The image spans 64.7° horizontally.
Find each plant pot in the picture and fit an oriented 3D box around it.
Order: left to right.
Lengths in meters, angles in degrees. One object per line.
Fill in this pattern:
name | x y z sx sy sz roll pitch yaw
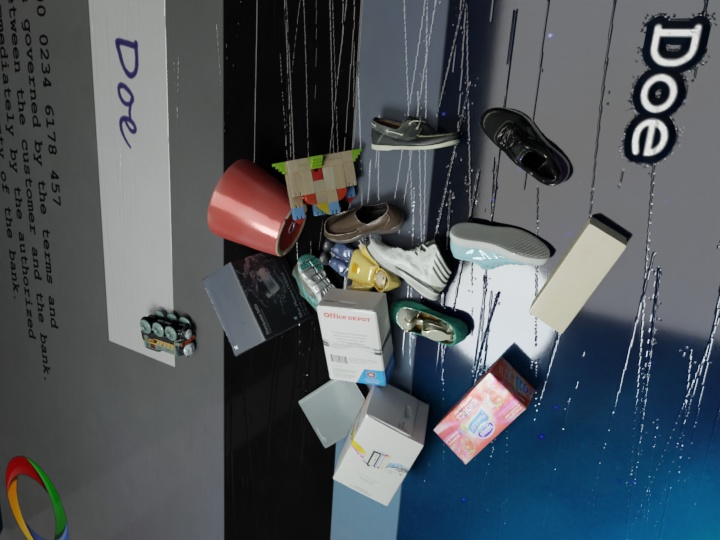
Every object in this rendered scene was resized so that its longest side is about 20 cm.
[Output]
plant pot | -0.232 -0.136 1.343 0.175 0.200 0.204 26 114 11

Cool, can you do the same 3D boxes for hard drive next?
hard drive | -0.055 0.346 1.433 0.199 0.033 0.141 -37 82 32

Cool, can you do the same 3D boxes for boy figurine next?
boy figurine | 0.000 0.000 1.298 0.198 0.064 0.126 29 106 24

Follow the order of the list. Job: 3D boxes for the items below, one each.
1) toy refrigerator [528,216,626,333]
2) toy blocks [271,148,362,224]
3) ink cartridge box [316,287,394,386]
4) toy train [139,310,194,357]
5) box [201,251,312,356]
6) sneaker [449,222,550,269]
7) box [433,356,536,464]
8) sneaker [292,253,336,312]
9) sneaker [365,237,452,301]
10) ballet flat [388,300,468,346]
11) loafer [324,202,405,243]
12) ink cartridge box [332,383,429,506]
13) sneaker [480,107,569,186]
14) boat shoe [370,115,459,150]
toy refrigerator | 0.401 0.009 1.055 0.075 0.070 0.202 32 117 13
toy blocks | -0.084 -0.183 1.256 0.100 0.196 0.140 -161 59 -70
ink cartridge box | -0.007 0.150 1.287 0.143 0.085 0.204 4 119 22
toy train | -0.572 0.192 1.688 0.196 0.085 0.116 10 119 27
box | -0.247 0.070 1.385 0.116 0.199 0.200 -26 89 32
sneaker | 0.274 -0.037 1.132 0.196 0.074 0.083 18 140 22
box | 0.259 0.295 1.193 0.103 0.094 0.201 44 120 13
sneaker | -0.101 0.059 1.380 0.091 0.077 0.203 -24 94 57
sneaker | 0.113 -0.037 1.226 0.199 0.076 0.117 36 109 10
ballet flat | 0.136 0.114 1.239 0.197 0.070 0.069 15 110 28
loafer | -0.001 -0.117 1.255 0.196 0.071 0.074 -11 57 25
ink cartridge box | 0.049 0.386 1.291 0.142 0.148 0.203 25 114 0
sneaker | 0.297 -0.233 1.046 0.200 0.087 0.076 43 120 16
boat shoe | 0.107 -0.280 1.160 0.197 0.071 0.069 10 111 31
